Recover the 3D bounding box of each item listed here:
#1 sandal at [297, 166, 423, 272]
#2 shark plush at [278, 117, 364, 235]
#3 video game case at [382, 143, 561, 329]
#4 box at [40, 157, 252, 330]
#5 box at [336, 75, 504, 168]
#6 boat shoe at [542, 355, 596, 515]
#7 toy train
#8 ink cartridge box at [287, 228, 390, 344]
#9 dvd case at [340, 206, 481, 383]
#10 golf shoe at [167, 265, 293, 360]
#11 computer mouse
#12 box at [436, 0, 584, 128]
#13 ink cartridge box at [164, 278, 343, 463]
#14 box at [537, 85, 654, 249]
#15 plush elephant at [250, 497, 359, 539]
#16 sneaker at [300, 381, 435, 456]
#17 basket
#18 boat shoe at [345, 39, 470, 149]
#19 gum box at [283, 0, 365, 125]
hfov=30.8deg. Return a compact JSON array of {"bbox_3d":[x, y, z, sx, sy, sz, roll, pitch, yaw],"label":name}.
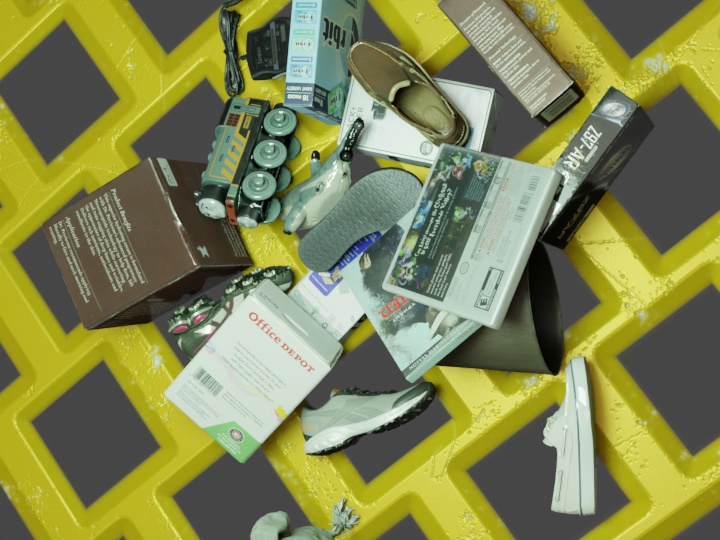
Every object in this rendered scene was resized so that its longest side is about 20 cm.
[{"bbox_3d":[-0.003,-0.074,1.729,0.200,0.043,0.076,-33,96,24],"label":"sandal"},{"bbox_3d":[-0.058,-0.125,1.748,0.083,0.091,0.200,63,145,34],"label":"shark plush"},{"bbox_3d":[0.132,-0.045,1.584,0.181,0.023,0.201,19,84,42],"label":"video game case"},{"bbox_3d":[-0.292,-0.035,1.795,0.200,0.164,0.166,-27,81,20],"label":"box"},{"bbox_3d":[0.079,-0.198,1.742,0.199,0.060,0.117,14,92,19],"label":"box"},{"bbox_3d":[0.264,0.210,1.660,0.065,0.072,0.201,-2,95,14],"label":"boat shoe"},{"bbox_3d":[-0.152,-0.148,1.777,0.114,0.085,0.201,10,61,10],"label":"toy train"},{"bbox_3d":[0.000,0.000,1.772,0.200,0.039,0.099,-46,75,13],"label":"ink cartridge box"},{"bbox_3d":[0.071,0.024,1.634,0.146,0.022,0.200,-40,51,10],"label":"dvd case"},{"bbox_3d":[-0.169,0.059,1.818,0.200,0.077,0.088,-27,100,17],"label":"golf shoe"},{"bbox_3d":[-0.129,-0.326,1.793,0.200,0.046,0.141,-14,83,54],"label":"computer mouse"},{"bbox_3d":[0.194,-0.284,1.687,0.075,0.100,0.200,-39,76,13],"label":"box"},{"bbox_3d":[-0.141,0.134,1.753,0.145,0.084,0.200,42,112,-2],"label":"ink cartridge box"},{"bbox_3d":[0.278,-0.122,1.620,0.043,0.160,0.200,38,98,17],"label":"box"},{"bbox_3d":[-0.082,0.397,1.718,0.164,0.155,0.200,31,98,17],"label":"plush elephant"},{"bbox_3d":[0.005,0.184,1.745,0.200,0.074,0.080,-22,76,17],"label":"sneaker"},{"bbox_3d":[0.142,0.057,1.674,0.199,0.136,0.181,-7,111,24],"label":"basket"},{"bbox_3d":[0.057,-0.234,1.680,0.202,0.075,0.075,39,99,17],"label":"boat shoe"},{"bbox_3d":[-0.045,-0.303,1.731,0.044,0.170,0.201,4,89,18],"label":"gum box"}]
